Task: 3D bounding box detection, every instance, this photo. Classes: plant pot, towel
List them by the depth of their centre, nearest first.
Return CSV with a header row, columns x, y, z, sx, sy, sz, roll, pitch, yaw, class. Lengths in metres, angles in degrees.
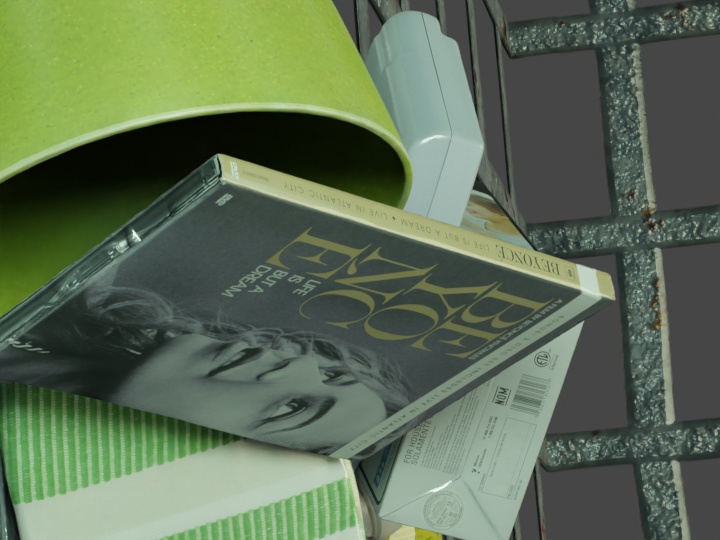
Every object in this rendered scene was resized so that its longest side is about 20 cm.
x,y,z,sx,sy,sz,roll,pitch,yaw,class
-0.098,-0.098,1.033,0.187,0.187,0.200,62,10,-67,plant pot
-0.069,0.096,1.136,0.023,0.153,0.200,11,-66,61,towel

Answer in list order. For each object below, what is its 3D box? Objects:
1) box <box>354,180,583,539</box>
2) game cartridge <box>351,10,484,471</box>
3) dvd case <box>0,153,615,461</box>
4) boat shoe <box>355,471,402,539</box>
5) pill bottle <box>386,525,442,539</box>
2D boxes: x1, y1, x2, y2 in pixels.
x,y,z,sx,sy,sz,roll,pitch,yaw,class
0.033,0.032,1.265,0.200,0.060,0.117,-118,-136,-69,box
0.000,0.000,1.233,0.133,0.040,0.200,-106,-147,-56,game cartridge
-0.024,0.020,1.045,0.200,0.149,0.016,16,51,-41,dvd case
-0.045,0.130,1.353,0.200,0.069,0.072,-19,-87,64,boat shoe
-0.005,0.207,1.513,0.112,0.112,0.200,-21,105,-81,pill bottle
